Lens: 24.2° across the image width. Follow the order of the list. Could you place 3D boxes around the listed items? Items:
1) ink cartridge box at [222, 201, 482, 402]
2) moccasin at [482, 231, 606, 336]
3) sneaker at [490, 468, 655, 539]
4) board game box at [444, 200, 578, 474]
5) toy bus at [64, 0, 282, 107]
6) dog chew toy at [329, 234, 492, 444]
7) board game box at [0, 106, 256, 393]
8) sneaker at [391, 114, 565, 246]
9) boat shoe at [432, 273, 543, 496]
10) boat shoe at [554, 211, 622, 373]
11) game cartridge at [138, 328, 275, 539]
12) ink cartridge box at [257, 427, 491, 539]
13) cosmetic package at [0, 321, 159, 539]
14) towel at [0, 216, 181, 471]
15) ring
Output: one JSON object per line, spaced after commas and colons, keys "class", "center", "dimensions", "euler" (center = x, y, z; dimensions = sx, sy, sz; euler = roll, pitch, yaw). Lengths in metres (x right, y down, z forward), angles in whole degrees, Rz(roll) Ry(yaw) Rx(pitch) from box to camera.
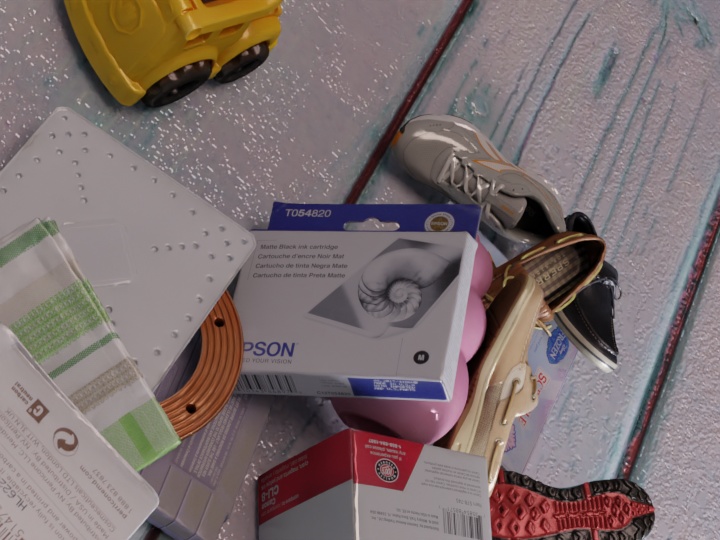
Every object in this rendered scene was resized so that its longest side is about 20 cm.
{"class": "ink cartridge box", "center": [-0.007, 0.012, 1.392], "dimensions": [0.041, 0.197, 0.202], "euler": [70, 26, -51]}
{"class": "moccasin", "center": [0.150, 0.028, 1.547], "dimensions": [0.200, 0.078, 0.074], "euler": [-28, 93, -27]}
{"class": "sneaker", "center": [0.163, 0.238, 1.529], "dimensions": [0.197, 0.096, 0.080], "euler": [5, 62, -9]}
{"class": "board game box", "center": [0.105, 0.070, 1.587], "dimensions": [0.199, 0.041, 0.201], "euler": [44, 48, -13]}
{"class": "toy bus", "center": [-0.127, -0.252, 1.453], "dimensions": [0.199, 0.191, 0.137], "euler": [-25, 83, -45]}
{"class": "dog chew toy", "center": [0.052, 0.051, 1.445], "dimensions": [0.124, 0.124, 0.202], "euler": [35, 68, -21]}
{"class": "board game box", "center": [-0.212, -0.007, 1.327], "dimensions": [0.199, 0.026, 0.201], "euler": [34, 54, -1]}
{"class": "sneaker", "center": [0.122, -0.083, 1.623], "dimensions": [0.198, 0.076, 0.092], "euler": [25, 19, -18]}
{"class": "boat shoe", "center": [0.122, 0.102, 1.471], "dimensions": [0.064, 0.071, 0.202], "euler": [21, 98, -10]}
{"class": "boat shoe", "center": [0.221, 0.016, 1.653], "dimensions": [0.074, 0.062, 0.201], "euler": [35, 29, -33]}
{"class": "game cartridge", "center": [-0.139, 0.116, 1.368], "dimensions": [0.129, 0.038, 0.201], "euler": [40, 49, -23]}
{"class": "ink cartridge box", "center": [0.012, 0.253, 1.347], "dimensions": [0.144, 0.144, 0.202], "euler": [16, 59, -33]}
{"class": "cosmetic package", "center": [-0.276, 0.171, 1.109], "dimensions": [0.168, 0.199, 0.167], "euler": [49, 47, -9]}
{"class": "towel", "center": [-0.243, 0.081, 1.249], "dimensions": [0.201, 0.148, 0.031], "euler": [59, 3, -3]}
{"class": "ring", "center": [-0.190, 0.054, 1.330], "dimensions": [0.198, 0.019, 0.203], "euler": [8, 57, -13]}
